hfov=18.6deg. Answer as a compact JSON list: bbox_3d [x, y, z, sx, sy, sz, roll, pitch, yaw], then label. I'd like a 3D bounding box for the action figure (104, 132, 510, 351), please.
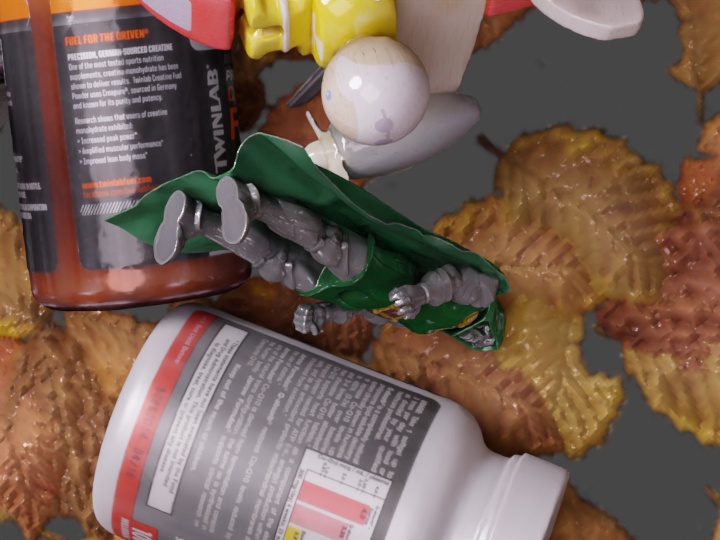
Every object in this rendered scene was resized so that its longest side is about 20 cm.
[{"bbox_3d":[0.000,0.000,0.971,0.118,0.200,0.055,-12,67,41],"label":"action figure"}]

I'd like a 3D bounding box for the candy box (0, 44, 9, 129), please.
[{"bbox_3d":[-0.239,-0.104,0.985,0.136,0.200,0.061,40,104,4],"label":"candy box"}]

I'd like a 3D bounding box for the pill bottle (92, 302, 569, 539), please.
[{"bbox_3d":[-0.012,0.100,1.013,0.199,0.116,0.116,21,103,8],"label":"pill bottle"}]

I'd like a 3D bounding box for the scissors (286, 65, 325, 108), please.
[{"bbox_3d":[0.034,-0.142,1.001,0.199,0.014,0.073,-26,133,17],"label":"scissors"}]

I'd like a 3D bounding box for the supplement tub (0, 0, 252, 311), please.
[{"bbox_3d":[-0.110,-0.086,1.008,0.106,0.107,0.201,-4,97,13],"label":"supplement tub"}]

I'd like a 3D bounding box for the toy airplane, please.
[{"bbox_3d":[0.022,-0.112,0.924,0.199,0.200,0.142,-21,50,35],"label":"toy airplane"}]
